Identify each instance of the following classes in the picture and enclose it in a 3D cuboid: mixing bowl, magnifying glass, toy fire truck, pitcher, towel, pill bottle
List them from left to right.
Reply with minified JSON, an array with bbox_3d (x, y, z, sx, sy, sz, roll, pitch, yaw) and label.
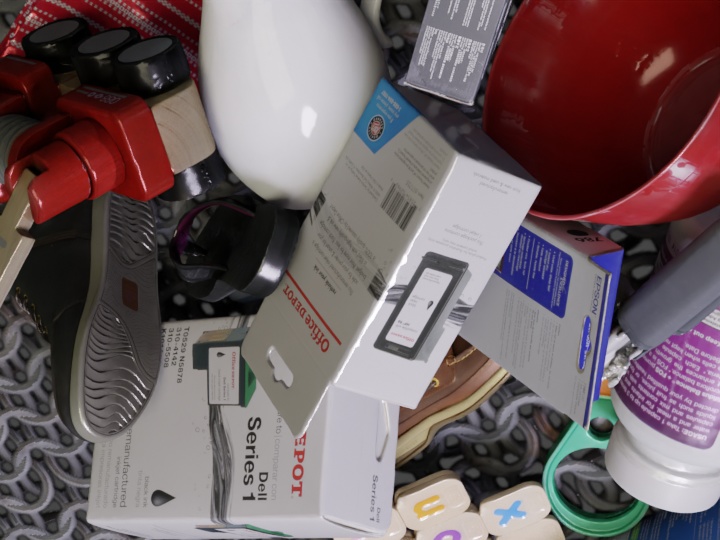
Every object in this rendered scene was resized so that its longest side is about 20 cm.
[{"bbox_3d":[-0.207,-0.055,1.110,0.176,0.200,0.129,19,133,49],"label":"toy fire truck"},{"bbox_3d":[-0.143,-0.173,1.186,0.145,0.022,0.200,36,120,-6],"label":"towel"},{"bbox_3d":[-0.028,-0.153,1.117,0.172,0.121,0.200,-28,127,-17],"label":"pitcher"},{"bbox_3d":[0.170,0.103,1.246,0.080,0.022,0.200,6,117,12],"label":"magnifying glass"},{"bbox_3d":[0.180,-0.105,1.059,0.108,0.200,0.200,26,126,-36],"label":"mixing bowl"},{"bbox_3d":[0.228,0.056,1.154,0.112,0.112,0.200,19,120,5],"label":"pill bottle"}]

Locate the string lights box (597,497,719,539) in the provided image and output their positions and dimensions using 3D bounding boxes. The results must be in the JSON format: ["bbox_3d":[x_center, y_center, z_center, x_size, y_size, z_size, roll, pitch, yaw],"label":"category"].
[{"bbox_3d":[0.243,0.203,1.231,0.200,0.103,0.059,-30,105,26],"label":"string lights box"}]

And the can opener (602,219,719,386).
[{"bbox_3d":[0.173,0.014,1.050,0.066,0.053,0.200,60,145,9],"label":"can opener"}]

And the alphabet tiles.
[{"bbox_3d":[0.056,0.223,1.290,0.196,0.015,0.200,-24,131,4],"label":"alphabet tiles"}]

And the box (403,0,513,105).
[{"bbox_3d":[0.083,-0.217,1.023,0.049,0.161,0.200,19,119,5],"label":"box"}]

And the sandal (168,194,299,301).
[{"bbox_3d":[-0.092,-0.021,1.171,0.048,0.200,0.075,22,81,-18],"label":"sandal"}]

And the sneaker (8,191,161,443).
[{"bbox_3d":[-0.199,0.039,1.228,0.106,0.200,0.075,-21,140,30],"label":"sneaker"}]

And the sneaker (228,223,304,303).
[{"bbox_3d":[0.000,0.000,1.210,0.200,0.070,0.082,-19,109,25],"label":"sneaker"}]

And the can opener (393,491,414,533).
[{"bbox_3d":[-0.016,0.151,1.302,0.200,0.053,0.066,38,119,-6],"label":"can opener"}]

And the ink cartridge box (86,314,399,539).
[{"bbox_3d":[-0.080,0.108,1.215,0.200,0.084,0.146,-6,71,32],"label":"ink cartridge box"}]

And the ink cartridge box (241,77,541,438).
[{"bbox_3d":[0.013,0.000,1.076,0.068,0.116,0.200,19,109,-32],"label":"ink cartridge box"}]

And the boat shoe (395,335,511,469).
[{"bbox_3d":[0.055,0.064,1.227,0.068,0.072,0.200,41,122,-10],"label":"boat shoe"}]

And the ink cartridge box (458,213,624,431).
[{"bbox_3d":[0.106,0.014,1.075,0.039,0.200,0.099,-2,111,-25],"label":"ink cartridge box"}]
